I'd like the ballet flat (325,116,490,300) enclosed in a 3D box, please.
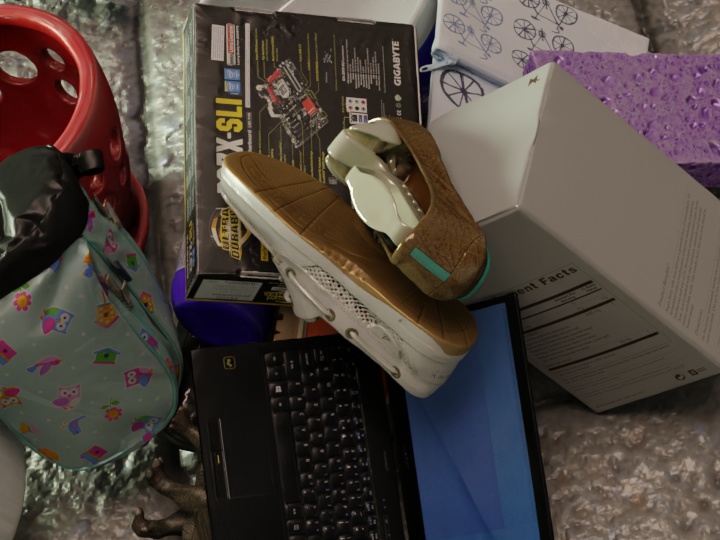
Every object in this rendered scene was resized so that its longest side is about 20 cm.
[{"bbox_3d":[0.018,-0.051,1.270,0.068,0.072,0.200,-52,32,18],"label":"ballet flat"}]

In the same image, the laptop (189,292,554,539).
[{"bbox_3d":[0.004,0.119,1.305,0.199,0.103,0.178,-5,79,-12],"label":"laptop"}]

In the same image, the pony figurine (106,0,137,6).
[{"bbox_3d":[-0.303,-0.260,1.691,0.200,0.167,0.193,-45,48,-2],"label":"pony figurine"}]

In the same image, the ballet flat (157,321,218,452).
[{"bbox_3d":[-0.100,0.043,1.472,0.057,0.066,0.200,29,58,-15],"label":"ballet flat"}]

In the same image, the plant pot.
[{"bbox_3d":[-0.261,-0.061,1.494,0.200,0.183,0.201,-6,51,8],"label":"plant pot"}]

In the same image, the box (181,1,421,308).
[{"bbox_3d":[-0.038,-0.076,1.380,0.159,0.049,0.201,3,68,-14],"label":"box"}]

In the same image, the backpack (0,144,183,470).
[{"bbox_3d":[-0.204,0.033,1.358,0.167,0.200,0.127,-25,39,13],"label":"backpack"}]

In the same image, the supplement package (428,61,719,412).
[{"bbox_3d":[0.140,-0.018,1.341,0.120,0.200,0.121,-23,40,45],"label":"supplement package"}]

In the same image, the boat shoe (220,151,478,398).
[{"bbox_3d":[-0.021,0.005,1.289,0.200,0.069,0.071,42,33,17],"label":"boat shoe"}]

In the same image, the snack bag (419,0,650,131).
[{"bbox_3d":[0.130,-0.123,1.483,0.188,0.021,0.200,21,51,-18],"label":"snack bag"}]

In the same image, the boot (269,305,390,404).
[{"bbox_3d":[0.000,0.000,1.425,0.107,0.075,0.200,10,68,-2],"label":"boot"}]

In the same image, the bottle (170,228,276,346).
[{"bbox_3d":[-0.081,-0.050,1.432,0.065,0.084,0.200,1,63,18],"label":"bottle"}]

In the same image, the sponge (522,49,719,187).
[{"bbox_3d":[0.223,-0.108,1.463,0.199,0.030,0.112,-2,51,-19],"label":"sponge"}]

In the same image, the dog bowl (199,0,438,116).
[{"bbox_3d":[-0.024,-0.183,1.573,0.200,0.079,0.200,-14,51,18],"label":"dog bowl"}]

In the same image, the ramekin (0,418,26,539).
[{"bbox_3d":[-0.321,0.145,1.379,0.200,0.098,0.201,-13,62,25],"label":"ramekin"}]

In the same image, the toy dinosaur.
[{"bbox_3d":[-0.089,0.150,1.361,0.102,0.077,0.200,25,69,9],"label":"toy dinosaur"}]
